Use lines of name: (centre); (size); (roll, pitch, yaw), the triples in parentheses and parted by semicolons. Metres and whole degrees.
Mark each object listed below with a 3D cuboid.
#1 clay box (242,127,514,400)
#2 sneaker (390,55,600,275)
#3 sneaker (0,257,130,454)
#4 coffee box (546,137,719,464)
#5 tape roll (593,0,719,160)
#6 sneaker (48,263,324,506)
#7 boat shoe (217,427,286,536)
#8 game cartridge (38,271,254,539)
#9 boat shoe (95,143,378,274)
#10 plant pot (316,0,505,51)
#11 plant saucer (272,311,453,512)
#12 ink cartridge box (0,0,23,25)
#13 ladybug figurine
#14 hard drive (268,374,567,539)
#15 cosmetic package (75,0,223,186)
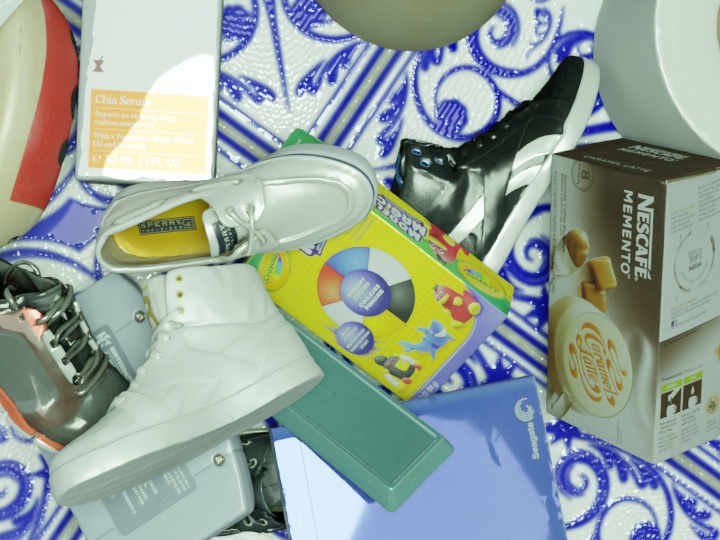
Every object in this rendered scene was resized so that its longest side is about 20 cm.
clay box: (0.000, 0.000, 0.885); (0.199, 0.048, 0.115); (36, 122, -7)
sneaker: (0.090, -0.091, 0.904); (0.111, 0.073, 0.202); (29, 90, -9)
sneaker: (-0.208, 0.050, 0.798); (0.199, 0.077, 0.082); (38, 124, -11)
coffee box: (0.199, 0.018, 0.868); (0.079, 0.114, 0.203); (-13, 112, -33)
tape roll: (0.287, -0.169, 0.892); (0.199, 0.139, 0.206); (0, 92, -7)
sneaker: (-0.133, 0.066, 0.796); (0.198, 0.074, 0.116); (-24, 76, -33)
boat shoe: (-0.063, 0.157, 0.899); (0.196, 0.066, 0.076); (-10, 94, -6)
game cartridge: (-0.164, 0.110, 0.871); (0.132, 0.040, 0.202); (-32, 79, 7)
boat shoe: (-0.085, -0.034, 0.814); (0.197, 0.070, 0.072); (-7, 118, 9)
plant pot: (0.048, -0.259, 0.829); (0.184, 0.200, 0.191); (0, 93, -6)
plant saucer: (-0.029, 0.087, 0.860); (0.199, 0.019, 0.070); (36, 58, 25)
ink cartridge box: (-0.299, -0.242, 0.798); (0.199, 0.085, 0.145); (39, 87, 27)
ladybug figurine: (-0.245, -0.107, 0.843); (0.071, 0.135, 0.203); (11, 94, -35)
hard drive: (0.043, 0.160, 0.870); (0.197, 0.025, 0.134); (-10, 85, -10)
cosmetic package: (-0.149, -0.162, 0.874); (0.100, 0.071, 0.204); (2, 92, -7)
